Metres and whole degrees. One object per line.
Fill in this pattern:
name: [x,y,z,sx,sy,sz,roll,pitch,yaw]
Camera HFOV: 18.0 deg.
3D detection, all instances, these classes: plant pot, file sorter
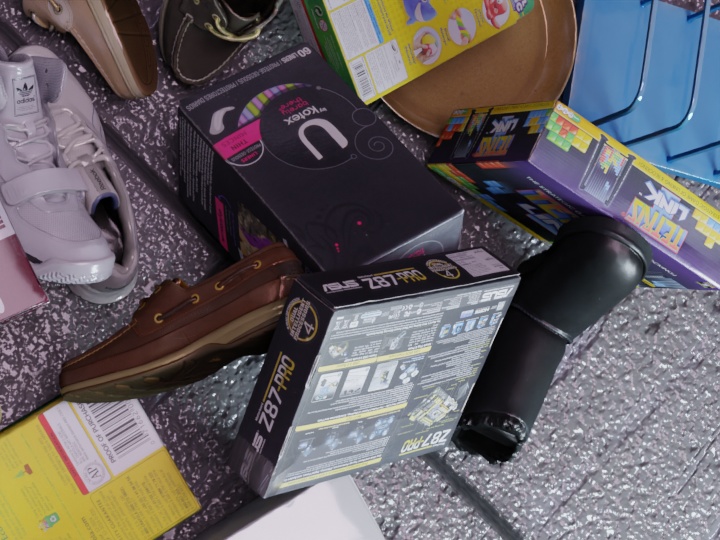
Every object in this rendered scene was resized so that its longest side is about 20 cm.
plant pot: [0.079,-0.198,1.833,0.200,0.027,0.200,3,81,-20]
file sorter: [0.284,-0.156,1.849,0.200,0.123,0.139,15,78,-22]

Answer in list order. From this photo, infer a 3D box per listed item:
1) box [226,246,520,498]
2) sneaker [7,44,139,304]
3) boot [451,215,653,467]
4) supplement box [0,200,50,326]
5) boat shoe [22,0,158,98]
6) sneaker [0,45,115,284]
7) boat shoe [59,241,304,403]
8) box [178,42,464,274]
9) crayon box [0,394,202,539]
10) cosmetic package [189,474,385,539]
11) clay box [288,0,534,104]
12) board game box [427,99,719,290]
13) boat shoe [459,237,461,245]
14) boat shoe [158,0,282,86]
box: [0.012,0.069,1.616,0.200,0.049,0.161,-11,129,-46]
sneaker: [-0.205,-0.076,1.673,0.074,0.087,0.200,-24,90,-21]
boot: [0.136,0.056,1.731,0.073,0.198,0.163,32,66,-11]
supplement box: [-0.282,-0.004,1.570,0.061,0.200,0.109,-26,92,-22]
boat shoe: [-0.219,-0.211,1.704,0.065,0.072,0.200,-28,94,17]
sneaker: [-0.234,-0.081,1.599,0.075,0.115,0.200,-12,42,-43]
boat shoe: [-0.125,0.040,1.611,0.200,0.072,0.068,-22,74,15]
box: [-0.033,-0.052,1.676,0.122,0.106,0.200,-29,60,-24]
crayon box: [-0.232,0.171,1.644,0.200,0.051,0.127,-31,93,-23]
cosmetic package: [-0.089,0.226,1.660,0.200,0.113,0.081,-32,94,-24]
clay box: [0.040,-0.215,1.756,0.200,0.048,0.115,-31,108,-34]
board game box: [0.174,-0.055,1.758,0.200,0.165,0.057,32,79,-22]
boat shoe: [0.000,0.000,1.751,0.200,0.067,0.074,-25,92,-22]
boat shoe: [-0.093,-0.207,1.681,0.072,0.202,0.060,11,43,-28]
